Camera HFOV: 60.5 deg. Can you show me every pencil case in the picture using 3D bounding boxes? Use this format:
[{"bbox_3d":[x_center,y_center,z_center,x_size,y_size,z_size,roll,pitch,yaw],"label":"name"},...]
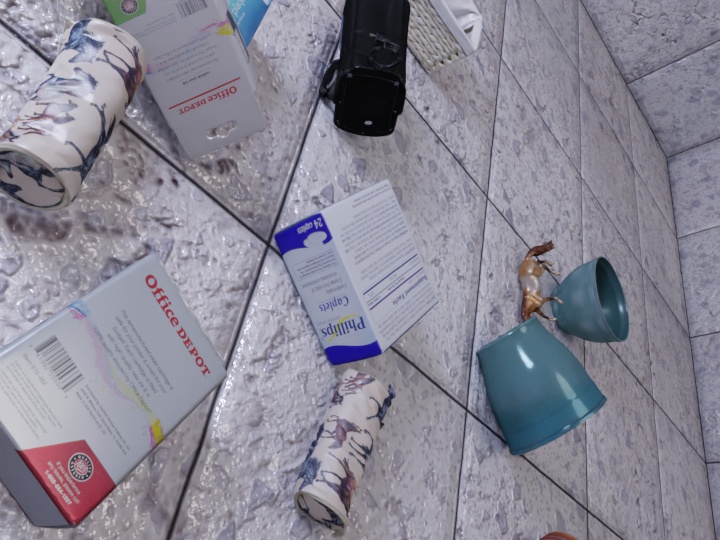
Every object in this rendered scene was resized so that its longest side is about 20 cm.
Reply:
[{"bbox_3d":[-0.287,-0.156,0.606,0.087,0.078,0.204,19,56,-11],"label":"pencil case"},{"bbox_3d":[-0.018,0.228,0.788,0.089,0.077,0.202,39,46,-13],"label":"pencil case"}]

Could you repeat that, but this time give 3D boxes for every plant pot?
[{"bbox_3d":[0.309,0.199,1.126,0.198,0.199,0.191,-17,72,-51],"label":"plant pot"},{"bbox_3d":[0.547,0.083,1.495,0.198,0.132,0.206,23,59,-44],"label":"plant pot"}]

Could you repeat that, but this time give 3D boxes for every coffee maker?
[{"bbox_3d":[0.029,-0.353,0.995,0.132,0.191,0.205,19,57,-25],"label":"coffee maker"}]

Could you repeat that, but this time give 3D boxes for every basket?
[{"bbox_3d":[0.147,-0.530,1.266,0.200,0.121,0.138,45,45,-30],"label":"basket"}]

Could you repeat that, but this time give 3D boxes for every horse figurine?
[{"bbox_3d":[0.400,0.032,1.394,0.129,0.050,0.207,7,77,-31],"label":"horse figurine"}]

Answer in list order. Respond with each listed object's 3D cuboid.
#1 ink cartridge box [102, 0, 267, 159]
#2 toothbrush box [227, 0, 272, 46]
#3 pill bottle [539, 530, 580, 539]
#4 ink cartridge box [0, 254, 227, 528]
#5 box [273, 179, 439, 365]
[{"bbox_3d":[-0.192,-0.247,0.710,0.068,0.114,0.204,-99,169,-59],"label":"ink cartridge box"},{"bbox_3d":[-0.216,-0.372,0.774,0.199,0.084,0.149,41,56,-32],"label":"toothbrush box"},{"bbox_3d":[0.313,0.527,1.044,0.197,0.110,0.116,1,74,-50],"label":"pill bottle"},{"bbox_3d":[-0.238,0.102,0.565,0.148,0.081,0.200,60,39,-13],"label":"ink cartridge box"},{"bbox_3d":[0.000,0.000,0.882,0.183,0.103,0.205,-32,99,-52],"label":"box"}]
